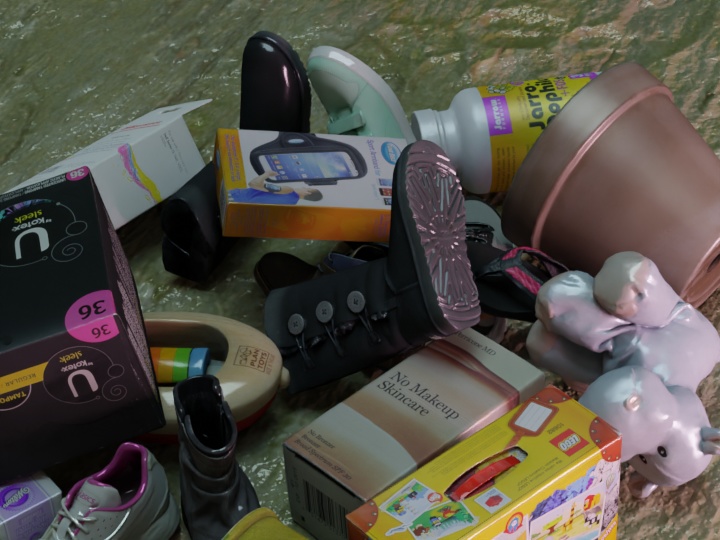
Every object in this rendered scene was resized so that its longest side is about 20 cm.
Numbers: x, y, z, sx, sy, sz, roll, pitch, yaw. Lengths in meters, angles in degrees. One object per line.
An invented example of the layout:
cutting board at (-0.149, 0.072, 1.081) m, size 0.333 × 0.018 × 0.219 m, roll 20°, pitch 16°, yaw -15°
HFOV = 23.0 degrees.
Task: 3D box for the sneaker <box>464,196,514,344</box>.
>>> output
sneaker at (0.104, -0.009, 1.599) m, size 0.073 × 0.080 × 0.201 m, roll -1°, pitch 36°, yaw 5°

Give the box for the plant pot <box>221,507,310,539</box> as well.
plant pot at (-0.023, 0.288, 1.154) m, size 0.192 × 0.201 × 0.201 m, roll 25°, pitch 44°, yaw 14°

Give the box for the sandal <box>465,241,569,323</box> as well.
sandal at (0.160, 0.013, 1.522) m, size 0.199 × 0.045 × 0.075 m, roll 19°, pitch 44°, yaw -17°

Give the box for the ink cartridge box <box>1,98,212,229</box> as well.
ink cartridge box at (-0.230, -0.091, 1.704) m, size 0.200 × 0.068 × 0.117 m, roll -35°, pitch 19°, yaw -33°

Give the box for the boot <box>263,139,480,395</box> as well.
boot at (0.000, 0.001, 1.470) m, size 0.065 × 0.200 × 0.166 m, roll 8°, pitch 67°, yaw -41°

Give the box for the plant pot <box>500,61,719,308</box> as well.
plant pot at (0.253, -0.056, 1.583) m, size 0.173 × 0.201 × 0.200 m, roll 40°, pitch 53°, yaw 21°

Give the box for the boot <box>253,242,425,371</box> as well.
boot at (-0.014, 0.004, 1.567) m, size 0.200 × 0.097 × 0.075 m, roll 29°, pitch 34°, yaw 33°

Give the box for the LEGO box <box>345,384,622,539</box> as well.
LEGO box at (0.090, 0.199, 1.272) m, size 0.199 × 0.150 × 0.077 m, roll -29°, pitch 44°, yaw -29°

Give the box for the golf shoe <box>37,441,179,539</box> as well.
golf shoe at (-0.219, 0.206, 1.335) m, size 0.075 × 0.092 × 0.200 m, roll 22°, pitch 46°, yaw 27°

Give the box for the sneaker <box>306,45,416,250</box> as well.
sneaker at (-0.010, -0.106, 1.658) m, size 0.118 × 0.201 × 0.074 m, roll -40°, pitch 11°, yaw -31°

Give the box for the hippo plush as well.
hippo plush at (0.220, 0.103, 1.428) m, size 0.199 × 0.159 × 0.161 m, roll 28°, pitch 49°, yaw -29°

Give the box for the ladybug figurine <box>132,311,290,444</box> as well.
ladybug figurine at (-0.157, 0.095, 1.487) m, size 0.199 × 0.072 × 0.136 m, roll 3°, pitch 39°, yaw 10°

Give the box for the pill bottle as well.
pill bottle at (0.153, -0.132, 1.732) m, size 0.199 × 0.105 × 0.104 m, roll -8°, pitch 38°, yaw -6°

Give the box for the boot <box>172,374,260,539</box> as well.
boot at (-0.101, 0.179, 1.326) m, size 0.069 × 0.132 × 0.200 m, roll -18°, pitch 40°, yaw -19°

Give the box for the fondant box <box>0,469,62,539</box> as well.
fondant box at (-0.343, 0.175, 1.412) m, size 0.144 × 0.058 × 0.200 m, roll -28°, pitch 45°, yaw -28°

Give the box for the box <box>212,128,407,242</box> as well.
box at (-0.027, -0.075, 1.565) m, size 0.199 × 0.042 × 0.119 m, roll 0°, pitch 37°, yaw -11°

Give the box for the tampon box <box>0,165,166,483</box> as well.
tampon box at (-0.254, 0.041, 1.409) m, size 0.149 × 0.127 × 0.200 m, roll -20°, pitch 39°, yaw -2°

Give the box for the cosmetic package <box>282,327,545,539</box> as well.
cosmetic package at (0.046, 0.139, 1.404) m, size 0.200 × 0.088 × 0.103 m, roll -33°, pitch 45°, yaw -33°

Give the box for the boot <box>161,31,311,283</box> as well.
boot at (-0.123, -0.108, 1.664) m, size 0.065 × 0.166 × 0.200 m, roll 12°, pitch 39°, yaw 32°
